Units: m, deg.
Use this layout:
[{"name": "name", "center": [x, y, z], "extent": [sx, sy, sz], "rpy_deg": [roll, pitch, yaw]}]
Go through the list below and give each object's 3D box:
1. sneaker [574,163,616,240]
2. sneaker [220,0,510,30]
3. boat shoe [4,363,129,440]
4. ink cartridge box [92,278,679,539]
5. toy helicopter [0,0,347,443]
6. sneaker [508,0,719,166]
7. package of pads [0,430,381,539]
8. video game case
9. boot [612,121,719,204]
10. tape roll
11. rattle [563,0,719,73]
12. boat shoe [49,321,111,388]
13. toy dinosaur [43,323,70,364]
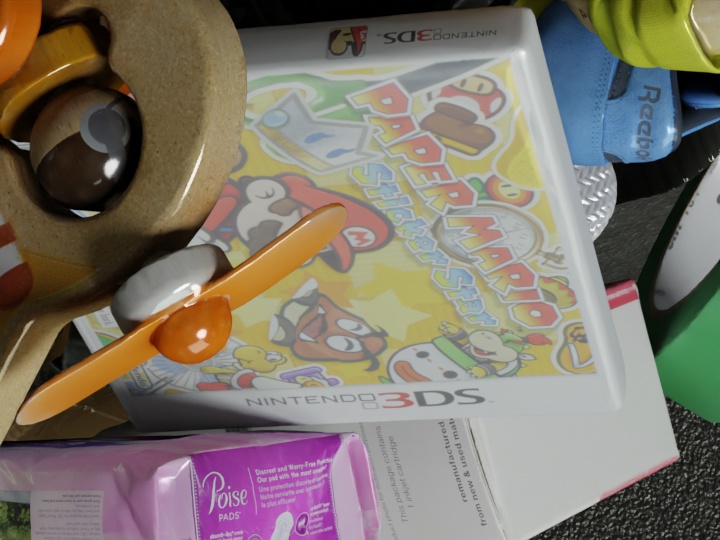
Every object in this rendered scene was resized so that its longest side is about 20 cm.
[{"name": "sneaker", "center": [0.000, 0.000, 0.944], "extent": [0.200, 0.076, 0.114], "rpy_deg": [-19, 173, -5]}, {"name": "sneaker", "center": [0.027, -0.086, 0.796], "extent": [0.200, 0.070, 0.100], "rpy_deg": [-16, 166, -35]}, {"name": "boat shoe", "center": [-0.156, 0.060, 1.220], "extent": [0.200, 0.063, 0.073], "rpy_deg": [-27, 145, 10]}, {"name": "ink cartridge box", "center": [0.008, 0.074, 1.000], "extent": [0.200, 0.085, 0.146], "rpy_deg": [-14, -178, 37]}, {"name": "toy helicopter", "center": [-0.089, 0.008, 0.671], "extent": [0.079, 0.132, 0.200], "rpy_deg": [0, 118, -64]}, {"name": "sneaker", "center": [0.118, -0.086, 0.816], "extent": [0.078, 0.066, 0.200], "rpy_deg": [17, -146, 26]}, {"name": "package of pads", "center": [-0.103, 0.099, 0.897], "extent": [0.200, 0.076, 0.120], "rpy_deg": [-5, 179, 38]}, {"name": "video game case", "center": [-0.017, -0.008, 0.787], "extent": [0.182, 0.023, 0.200], "rpy_deg": [-4, 144, 14]}, {"name": "boot", "center": [0.079, -0.058, 1.115], "extent": [0.200, 0.078, 0.138], "rpy_deg": [-31, -168, -11]}, {"name": "tape roll", "center": [0.185, -0.031, 1.047], "extent": [0.201, 0.048, 0.200], "rpy_deg": [-59, -175, 8]}, {"name": "rattle", "center": [0.124, -0.165, 0.708], "extent": [0.200, 0.143, 0.130], "rpy_deg": [-37, -158, 0]}, {"name": "boat shoe", "center": [-0.108, 0.018, 1.068], "extent": [0.071, 0.072, 0.200], "rpy_deg": [13, 175, -9]}, {"name": "toy dinosaur", "center": [-0.173, 0.020, 0.974], "extent": [0.060, 0.106, 0.200], "rpy_deg": [-61, 166, -4]}]
